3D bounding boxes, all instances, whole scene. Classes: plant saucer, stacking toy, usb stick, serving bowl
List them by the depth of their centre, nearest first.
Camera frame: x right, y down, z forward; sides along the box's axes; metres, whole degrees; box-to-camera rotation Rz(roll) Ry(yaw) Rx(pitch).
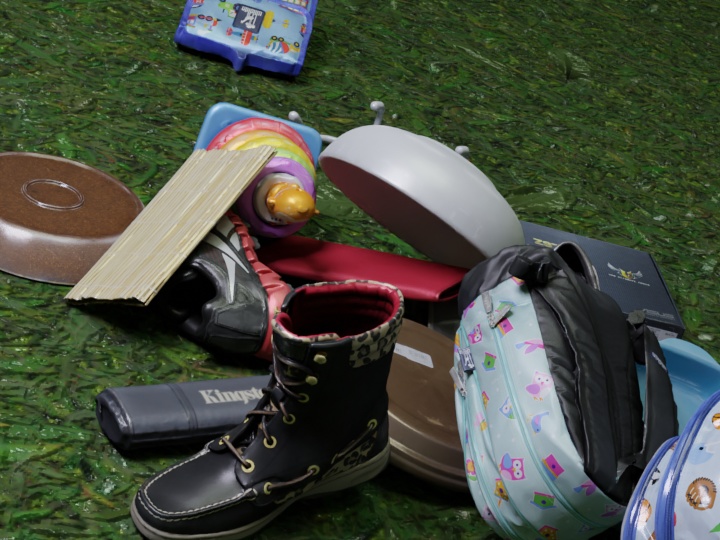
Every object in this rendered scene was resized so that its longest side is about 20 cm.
[{"bbox_3d":[-0.097,0.100,1.138,0.200,0.033,0.055,-2,31,-37],"label":"usb stick"},{"bbox_3d":[0.049,0.095,1.211,0.200,0.030,0.200,24,25,-12],"label":"plant saucer"},{"bbox_3d":[-0.264,-0.052,1.331,0.200,0.035,0.200,15,27,-8],"label":"plant saucer"},{"bbox_3d":[0.063,-0.064,1.336,0.200,0.066,0.200,35,-8,6],"label":"serving bowl"},{"bbox_3d":[-0.075,-0.069,1.346,0.116,0.110,0.200,15,9,-20],"label":"stacking toy"}]

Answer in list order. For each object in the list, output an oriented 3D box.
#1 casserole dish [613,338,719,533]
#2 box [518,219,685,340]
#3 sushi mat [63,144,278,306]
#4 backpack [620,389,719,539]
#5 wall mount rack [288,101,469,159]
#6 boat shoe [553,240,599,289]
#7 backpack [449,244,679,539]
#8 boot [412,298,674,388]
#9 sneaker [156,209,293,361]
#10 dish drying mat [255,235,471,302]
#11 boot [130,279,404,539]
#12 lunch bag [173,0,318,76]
[{"bbox_3d":[0.240,0.142,1.205,0.121,0.039,0.200,21,49,-9],"label":"casserole dish"},{"bbox_3d":[0.194,0.014,1.486,0.200,0.051,0.158,14,25,-9],"label":"box"},{"bbox_3d":[-0.151,-0.039,1.263,0.096,0.012,0.200,-2,39,39],"label":"sushi mat"},{"bbox_3d":[0.261,0.172,1.022,0.154,0.191,0.200,2,38,29],"label":"backpack"},{"bbox_3d":[0.015,-0.115,1.595,0.200,0.075,0.174,30,28,25],"label":"wall mount rack"},{"bbox_3d":[0.165,0.069,1.251,0.067,0.057,0.200,-1,59,2],"label":"boat shoe"},{"bbox_3d":[0.142,0.100,1.124,0.167,0.127,0.200,26,43,-36],"label":"backpack"},{"bbox_3d":[0.150,0.067,1.329,0.200,0.073,0.182,18,12,-15],"label":"boot"},{"bbox_3d":[-0.126,0.002,1.270,0.098,0.071,0.200,3,30,-32],"label":"sneaker"},{"bbox_3d":[0.000,0.000,1.347,0.200,0.018,0.077,11,21,32],"label":"dish drying mat"},{"bbox_3d":[-0.055,0.092,1.028,0.200,0.151,0.073,-14,42,-30],"label":"boot"},{"bbox_3d":[-0.136,-0.293,1.861,0.150,0.094,0.200,16,38,-7],"label":"lunch bag"}]
